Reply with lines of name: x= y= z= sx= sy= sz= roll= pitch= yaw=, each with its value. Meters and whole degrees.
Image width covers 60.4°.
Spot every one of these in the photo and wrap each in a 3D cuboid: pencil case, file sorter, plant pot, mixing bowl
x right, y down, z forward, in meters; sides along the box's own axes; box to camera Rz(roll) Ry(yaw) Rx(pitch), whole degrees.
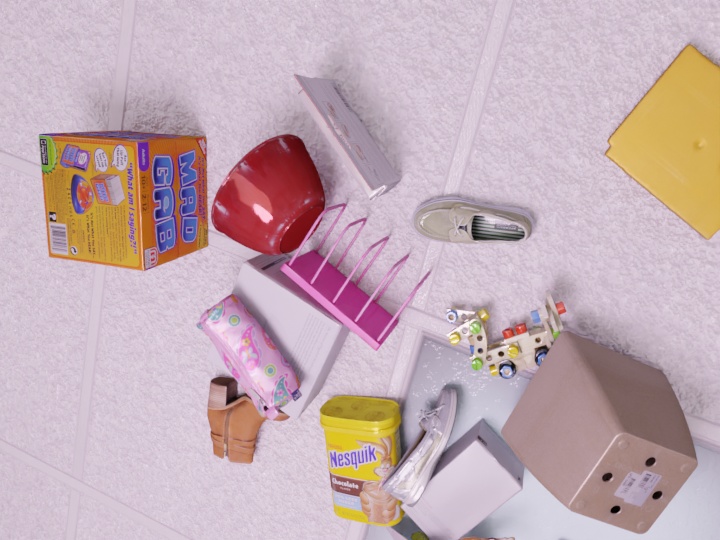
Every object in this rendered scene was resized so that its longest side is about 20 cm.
pencil case: x=-0.179 y=0.139 z=0.997 sx=0.087 sy=0.087 sz=0.202 roll=-36 pitch=89 yaw=23
file sorter: x=0.000 y=0.000 z=1.005 sx=0.199 sy=0.139 sz=0.127 roll=39 pitch=109 yaw=6
plant pot: x=0.349 y=0.244 z=0.883 sx=0.195 sy=0.178 sz=0.204 roll=21 pitch=111 yaw=-12
mixing bowl: x=-0.127 y=-0.099 z=0.981 sx=0.108 sy=0.199 sz=0.201 roll=45 pitch=113 yaw=15

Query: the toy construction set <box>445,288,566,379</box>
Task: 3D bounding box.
toy construction set: x=0.237 y=0.098 z=0.976 sx=0.196 sy=0.092 sz=0.134 roll=-19 pitch=96 yaw=33

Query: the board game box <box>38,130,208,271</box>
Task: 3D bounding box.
board game box: x=-0.402 y=-0.132 z=1.078 sx=0.194 sy=0.200 sz=0.207 roll=7 pitch=105 yaw=17

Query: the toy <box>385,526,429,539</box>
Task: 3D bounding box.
toy: x=0.115 y=0.500 z=1.083 sx=0.047 sy=0.199 sz=0.117 roll=-32 pitch=102 yaw=-18

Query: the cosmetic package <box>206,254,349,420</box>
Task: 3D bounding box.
cosmetic package: x=-0.132 y=0.107 z=1.083 sx=0.197 sy=0.123 sz=0.203 roll=31 pitch=111 yaw=11

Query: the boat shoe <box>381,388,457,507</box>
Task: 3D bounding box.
boat shoe: x=0.105 y=0.288 z=1.039 sx=0.063 sy=0.074 sz=0.206 roll=26 pitch=86 yaw=1

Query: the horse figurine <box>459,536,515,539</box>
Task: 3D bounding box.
horse figurine: x=0.210 y=0.483 z=1.047 sx=0.129 sy=0.200 sz=0.051 roll=-13 pitch=58 yaw=19

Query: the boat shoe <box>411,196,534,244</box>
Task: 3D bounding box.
boat shoe: x=0.171 y=-0.076 z=0.966 sx=0.194 sy=0.062 sz=0.074 roll=3 pitch=104 yaw=20

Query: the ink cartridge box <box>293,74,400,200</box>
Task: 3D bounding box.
ink cartridge box: x=-0.027 y=-0.200 z=0.944 sx=0.043 sy=0.173 sz=0.202 roll=-34 pitch=91 yaw=23

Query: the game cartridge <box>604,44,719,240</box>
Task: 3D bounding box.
game cartridge: x=0.468 y=-0.175 z=0.858 sx=0.199 sy=0.032 sz=0.178 roll=42 pitch=112 yaw=8

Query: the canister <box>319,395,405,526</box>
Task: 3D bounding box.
canister: x=0.008 y=0.340 z=1.108 sx=0.144 sy=0.086 sz=0.206 roll=0 pitch=105 yaw=25

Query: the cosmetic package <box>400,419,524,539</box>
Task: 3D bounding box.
cosmetic package: x=0.175 y=0.370 z=1.062 sx=0.113 sy=0.081 sz=0.200 roll=45 pitch=111 yaw=3

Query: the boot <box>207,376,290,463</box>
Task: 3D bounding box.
boot: x=-0.213 y=0.301 z=1.180 sx=0.194 sy=0.076 sz=0.160 roll=7 pitch=104 yaw=20
